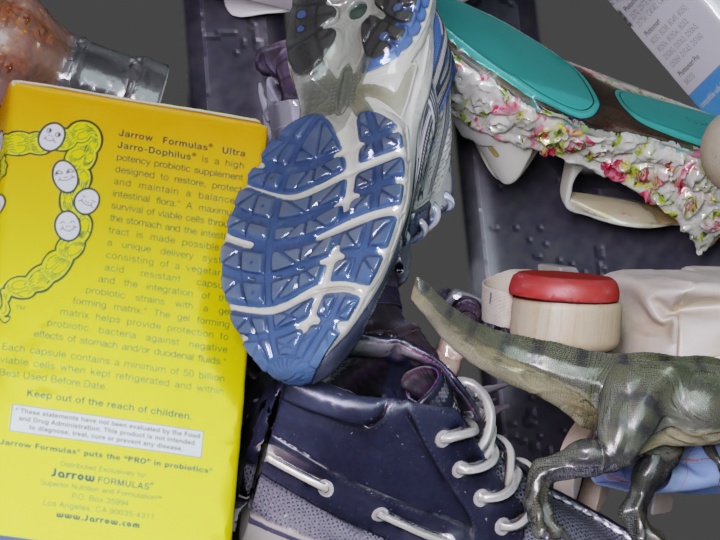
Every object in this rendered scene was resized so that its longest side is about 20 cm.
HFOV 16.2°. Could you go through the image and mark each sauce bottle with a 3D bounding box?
[{"bbox_3d":[-0.181,-0.100,1.082,0.199,0.066,0.066,21,68,-8],"label":"sauce bottle"}]

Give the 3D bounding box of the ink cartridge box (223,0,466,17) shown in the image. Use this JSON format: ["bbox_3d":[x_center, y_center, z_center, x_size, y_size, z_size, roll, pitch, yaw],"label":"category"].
[{"bbox_3d":[0.010,-0.197,1.108,0.124,0.200,0.130,11,69,-31],"label":"ink cartridge box"}]

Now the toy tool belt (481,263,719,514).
[{"bbox_3d":[0.141,0.063,1.085,0.199,0.124,0.124,1,95,-38],"label":"toy tool belt"}]

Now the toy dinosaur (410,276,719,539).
[{"bbox_3d":[0.105,0.067,1.005,0.198,0.047,0.089,13,94,-10],"label":"toy dinosaur"}]

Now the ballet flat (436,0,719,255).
[{"bbox_3d":[0.095,-0.059,1.138,0.199,0.064,0.076,23,25,-15],"label":"ballet flat"}]

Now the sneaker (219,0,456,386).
[{"bbox_3d":[0.006,-0.033,1.023,0.077,0.085,0.201,-3,55,28],"label":"sneaker"}]

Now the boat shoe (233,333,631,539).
[{"bbox_3d":[0.044,0.089,1.027,0.198,0.093,0.075,14,35,-6],"label":"boat shoe"}]

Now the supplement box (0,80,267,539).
[{"bbox_3d":[-0.109,0.041,1.032,0.109,0.109,0.202,9,70,-13],"label":"supplement box"}]

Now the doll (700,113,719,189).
[{"bbox_3d":[0.231,-0.053,1.150,0.199,0.048,0.138,-3,98,-41],"label":"doll"}]

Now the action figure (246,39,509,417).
[{"bbox_3d":[0.000,0.000,1.103,0.129,0.069,0.202,-1,76,-24],"label":"action figure"}]

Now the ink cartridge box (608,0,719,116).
[{"bbox_3d":[0.166,-0.172,1.204,0.116,0.067,0.200,-39,86,-22],"label":"ink cartridge box"}]
